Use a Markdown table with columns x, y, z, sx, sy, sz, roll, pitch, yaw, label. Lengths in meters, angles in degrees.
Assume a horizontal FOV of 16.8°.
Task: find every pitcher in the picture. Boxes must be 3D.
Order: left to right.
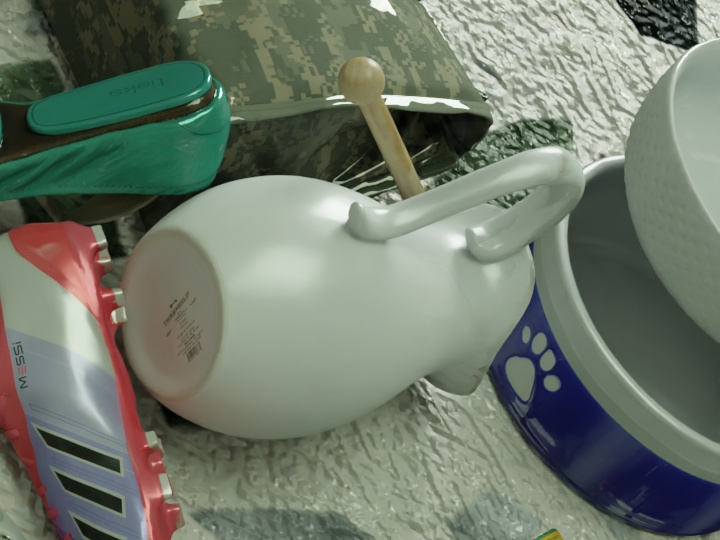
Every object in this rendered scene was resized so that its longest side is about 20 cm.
| x | y | z | sx | sy | sz | roll | pitch | yaw | label |
| --- | --- | --- | --- | --- | --- | --- | --- | --- | --- |
| 0.000 | 0.000 | 1.144 | 0.199 | 0.172 | 0.122 | -3 | 53 | -42 | pitcher |

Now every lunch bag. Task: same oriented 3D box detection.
| x | y | z | sx | sy | sz | roll | pitch | yaw | label |
| --- | --- | --- | --- | --- | --- | --- | --- | --- | --- |
| -0.042 | -0.117 | 1.254 | 0.199 | 0.118 | 0.165 | -9 | 61 | -38 | lunch bag |

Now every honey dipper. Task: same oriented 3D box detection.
| x | y | z | sx | sy | sz | roll | pitch | yaw | label |
| --- | --- | --- | --- | --- | --- | --- | --- | --- | --- |
| 0.020 | -0.051 | 1.215 | 0.200 | 0.038 | 0.038 | 61 | 9 | -59 | honey dipper |

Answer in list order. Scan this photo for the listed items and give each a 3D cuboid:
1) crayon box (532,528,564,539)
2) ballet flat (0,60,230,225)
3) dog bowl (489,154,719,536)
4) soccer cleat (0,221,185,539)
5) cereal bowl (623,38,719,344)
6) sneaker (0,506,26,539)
| x | y | z | sx | sy | sz | roll | pitch | yaw | label |
| --- | --- | --- | --- | --- | --- | --- | --- | --- | --- |
| 0.050 | 0.207 | 1.094 | 0.199 | 0.058 | 0.119 | -20 | 70 | -47 | crayon box |
| -0.156 | -0.046 | 1.116 | 0.199 | 0.071 | 0.067 | -8 | 31 | -2 | ballet flat |
| 0.165 | 0.040 | 1.320 | 0.199 | 0.079 | 0.201 | 23 | 45 | -24 | dog bowl |
| -0.127 | 0.072 | 1.073 | 0.076 | 0.067 | 0.201 | -15 | 70 | -3 | soccer cleat |
| 0.216 | -0.020 | 1.287 | 0.199 | 0.083 | 0.201 | 22 | 45 | -24 | cereal bowl |
| -0.123 | 0.129 | 0.972 | 0.075 | 0.115 | 0.201 | -21 | 70 | -47 | sneaker |
